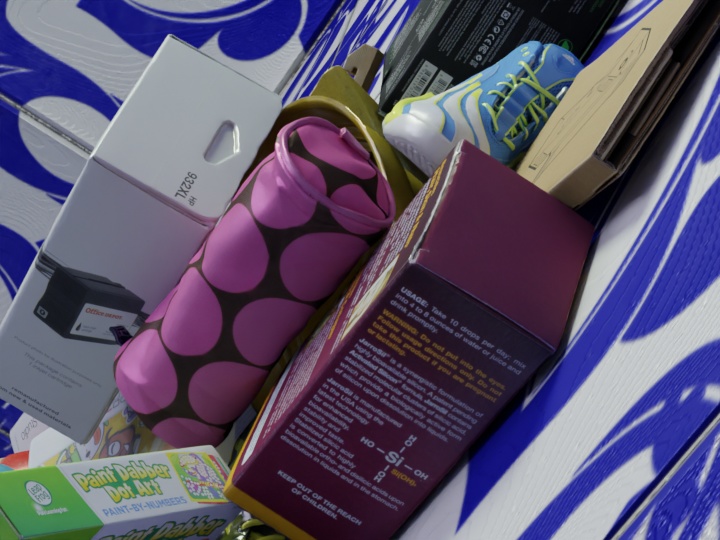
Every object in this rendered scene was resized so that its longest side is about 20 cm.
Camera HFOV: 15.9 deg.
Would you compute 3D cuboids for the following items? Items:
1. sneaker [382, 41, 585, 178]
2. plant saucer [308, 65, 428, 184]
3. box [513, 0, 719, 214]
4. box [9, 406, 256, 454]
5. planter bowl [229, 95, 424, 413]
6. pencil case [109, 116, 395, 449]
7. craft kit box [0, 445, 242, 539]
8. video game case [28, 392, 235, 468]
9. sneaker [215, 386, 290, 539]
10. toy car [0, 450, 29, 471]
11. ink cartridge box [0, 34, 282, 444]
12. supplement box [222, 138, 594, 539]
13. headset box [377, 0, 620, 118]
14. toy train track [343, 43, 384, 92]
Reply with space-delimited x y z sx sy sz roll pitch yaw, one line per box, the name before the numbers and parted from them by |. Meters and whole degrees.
sneaker | 0.076 -0.096 1.493 0.105 0.076 0.200 -49 -6 7
plant saucer | -0.017 -0.009 1.673 0.200 0.048 0.200 -59 -27 -4
box | 0.128 -0.081 1.371 0.164 0.021 0.200 -56 6 -26
box | -0.126 0.085 1.785 0.144 0.200 0.036 -50 53 44
planter bowl | 0.000 0.000 1.525 0.200 0.083 0.200 -11 77 57
pencil case | -0.057 0.005 1.395 0.200 0.091 0.094 -49 -3 34
craft kit box | -0.178 0.172 1.305 0.198 0.049 0.200 -50 -22 22
video game case | -0.142 0.147 1.544 0.182 0.023 0.200 -34 41 33
sneaker | -0.053 0.129 1.396 0.200 0.074 0.085 -83 6 -60
toy car | -0.146 0.184 1.705 0.200 0.177 0.184 -20 -16 12
ink cartridge box | -0.139 -0.019 1.533 0.200 0.084 0.145 -57 5 38
supplement box | 0.024 0.047 1.310 0.200 0.086 0.110 -52 9 38
headset box | 0.096 -0.172 1.704 0.174 0.093 0.200 -56 8 14
toy train track | -0.041 -0.059 1.694 0.200 0.033 0.115 -66 -13 -1
